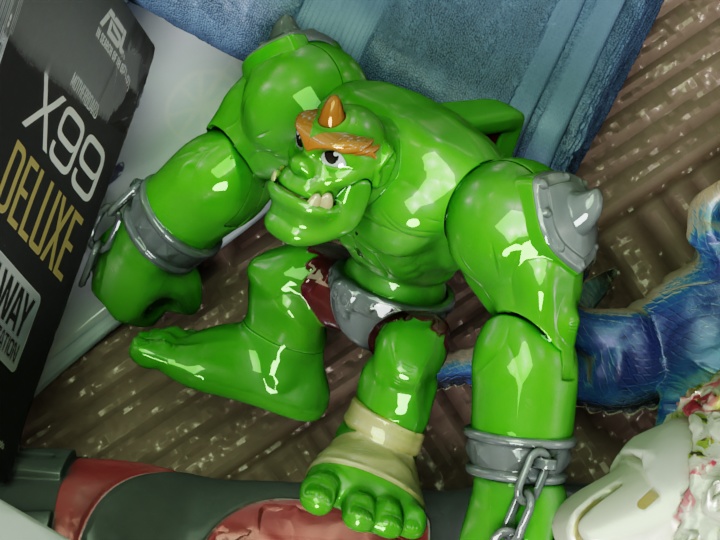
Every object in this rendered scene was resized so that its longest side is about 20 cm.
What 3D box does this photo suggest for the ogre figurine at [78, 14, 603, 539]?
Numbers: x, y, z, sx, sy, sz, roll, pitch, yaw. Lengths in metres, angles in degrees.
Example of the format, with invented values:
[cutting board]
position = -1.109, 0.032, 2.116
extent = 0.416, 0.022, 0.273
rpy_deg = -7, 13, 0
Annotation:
[ogre figurine]
position = 0.000, 0.000, 0.897
extent = 0.200, 0.098, 0.120
rpy_deg = 42, 115, 54

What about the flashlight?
[flashlight]
position = -0.024, 0.093, 0.922
extent = 0.199, 0.068, 0.068
rpy_deg = 3, 75, 11

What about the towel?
[towel]
position = -0.001, -0.109, 0.965
extent = 0.199, 0.049, 0.112
rpy_deg = 26, 72, 6

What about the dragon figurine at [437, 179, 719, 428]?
[dragon figurine]
position = 0.103, 0.036, 0.919
extent = 0.199, 0.059, 0.100
rpy_deg = -24, 73, 2

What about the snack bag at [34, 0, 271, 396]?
[snack bag]
position = -0.103, -0.078, 1.003
extent = 0.188, 0.021, 0.200
rpy_deg = -36, 73, -1

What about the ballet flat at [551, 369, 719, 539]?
[ballet flat]
position = 0.076, 0.102, 0.827
extent = 0.064, 0.076, 0.201
rpy_deg = 22, 85, -10

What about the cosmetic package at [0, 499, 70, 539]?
[cosmetic package]
position = -0.144, 0.107, 0.822
extent = 0.199, 0.074, 0.102
rpy_deg = 25, 55, 28

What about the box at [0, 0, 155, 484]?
[box]
position = -0.134, -0.046, 0.859
extent = 0.050, 0.200, 0.158
rpy_deg = 11, 70, 20
